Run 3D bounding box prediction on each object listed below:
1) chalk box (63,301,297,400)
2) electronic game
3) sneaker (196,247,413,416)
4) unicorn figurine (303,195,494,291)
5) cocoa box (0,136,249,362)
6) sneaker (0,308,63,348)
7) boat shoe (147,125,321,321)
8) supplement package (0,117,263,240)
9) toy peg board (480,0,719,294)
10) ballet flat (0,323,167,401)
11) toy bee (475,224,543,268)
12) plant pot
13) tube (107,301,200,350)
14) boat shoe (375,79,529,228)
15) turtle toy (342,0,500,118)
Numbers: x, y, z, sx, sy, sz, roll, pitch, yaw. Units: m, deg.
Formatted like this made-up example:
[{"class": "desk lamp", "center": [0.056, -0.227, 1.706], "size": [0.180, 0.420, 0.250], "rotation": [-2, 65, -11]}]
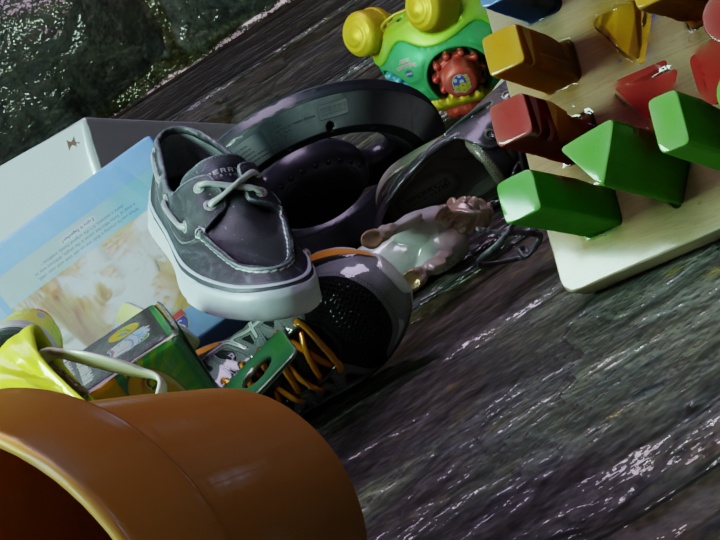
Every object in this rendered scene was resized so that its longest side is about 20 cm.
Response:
[{"class": "chalk box", "center": [-0.113, 0.103, 1.191], "size": [0.200, 0.124, 0.124], "rotation": [-33, 11, -4]}, {"class": "electronic game", "center": [-0.034, -0.061, 1.571], "size": [0.199, 0.042, 0.200], "rotation": [-20, -29, -12]}, {"class": "sneaker", "center": [-0.049, 0.060, 1.315], "size": [0.200, 0.078, 0.077], "rotation": [-38, 9, 30]}, {"class": "unicorn figurine", "center": [0.000, 0.000, 1.447], "size": [0.199, 0.074, 0.137], "rotation": [-12, 10, 21]}, {"class": "cocoa box", "center": [-0.168, 0.038, 1.441], "size": [0.200, 0.133, 0.131], "rotation": [-37, -15, -11]}, {"class": "sneaker", "center": [-0.217, 0.108, 1.320], "size": [0.200, 0.078, 0.090], "rotation": [-59, 9, 19]}, {"class": "boat shoe", "center": [-0.077, -0.032, 1.300], "size": [0.072, 0.068, 0.200], "rotation": [-10, 25, -16]}, {"class": "supplement package", "center": [-0.161, -0.036, 1.676], "size": [0.117, 0.117, 0.200], "rotation": [-24, -12, 33]}, {"class": "toy peg board", "center": [0.144, -0.118, 1.168], "size": [0.200, 0.200, 0.098], "rotation": [-25, -19, 32]}, {"class": "ballet flat", "center": [-0.097, 0.087, 1.072], "size": [0.067, 0.200, 0.067], "rotation": [-58, -19, -9]}, {"class": "toy bee", "center": [0.144, -0.096, 1.291], "size": [0.199, 0.109, 0.131], "rotation": [-18, -18, -9]}, {"class": "plant pot", "center": [-0.096, 0.132, 0.927], "size": [0.200, 0.201, 0.183], "rotation": [-24, 0, 34]}, {"class": "tube", "center": [-0.158, 0.117, 1.304], "size": [0.200, 0.052, 0.058], "rotation": [-63, -24, -7]}, {"class": "boat shoe", "center": [0.091, -0.079, 1.507], "size": [0.200, 0.072, 0.065], "rotation": [-32, 17, 22]}, {"class": "turtle toy", "center": [0.091, -0.176, 1.787], "size": [0.146, 0.101, 0.200], "rotation": [-12, -2, -42]}]
